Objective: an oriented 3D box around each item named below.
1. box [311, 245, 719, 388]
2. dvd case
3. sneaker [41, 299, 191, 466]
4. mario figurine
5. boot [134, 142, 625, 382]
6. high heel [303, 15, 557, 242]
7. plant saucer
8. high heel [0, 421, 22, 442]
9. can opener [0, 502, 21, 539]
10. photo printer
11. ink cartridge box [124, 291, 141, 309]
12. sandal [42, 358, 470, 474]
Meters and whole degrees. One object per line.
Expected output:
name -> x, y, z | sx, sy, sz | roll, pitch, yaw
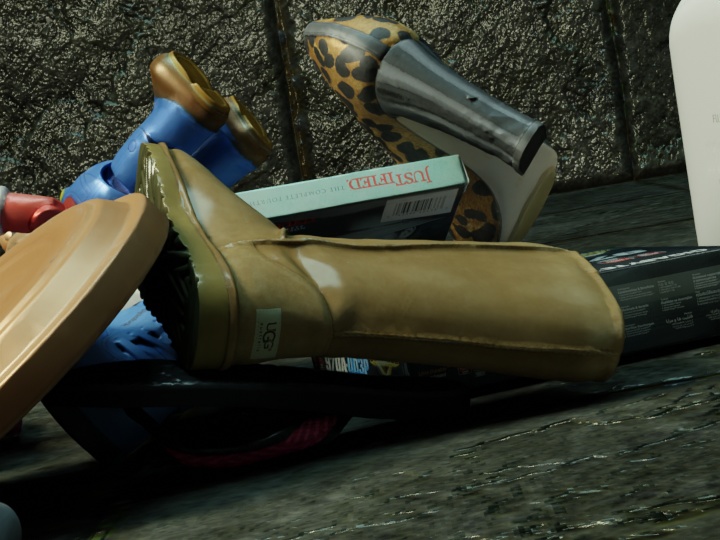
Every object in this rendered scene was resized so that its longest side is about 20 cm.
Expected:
box -> 0.086, 0.025, 1.012 | 0.198, 0.046, 0.159 | -11, 3, -17
dvd case -> -0.026, 0.001, 1.046 | 0.145, 0.022, 0.200 | -11, -21, -12
sneaker -> -0.105, 0.042, 0.928 | 0.078, 0.066, 0.200 | -40, -2, 8
mario figurine -> -0.149, -0.033, 1.011 | 0.200, 0.123, 0.106 | -43, 13, 7
boot -> 0.000, 0.000, 0.882 | 0.198, 0.067, 0.176 | 1, 31, -21
high heel -> 0.037, -0.074, 1.059 | 0.142, 0.072, 0.200 | 31, -15, 13
plant saucer -> -0.165, 0.036, 0.812 | 0.200, 0.032, 0.201 | -40, 15, 13
high heel -> -0.224, 0.052, 1.008 | 0.067, 0.097, 0.200 | -10, 4, -5
can opener -> -0.221, 0.108, 0.685 | 0.198, 0.054, 0.067 | -7, 37, 27
photo printer -> 0.241, -0.084, 1.078 | 0.069, 0.202, 0.166 | -10, 5, -14
ink cartridge box -> -0.103, 0.017, 1.112 | 0.198, 0.040, 0.099 | -22, -22, 13
sandal -> -0.042, 0.067, 0.834 | 0.198, 0.046, 0.075 | 5, 5, -24
